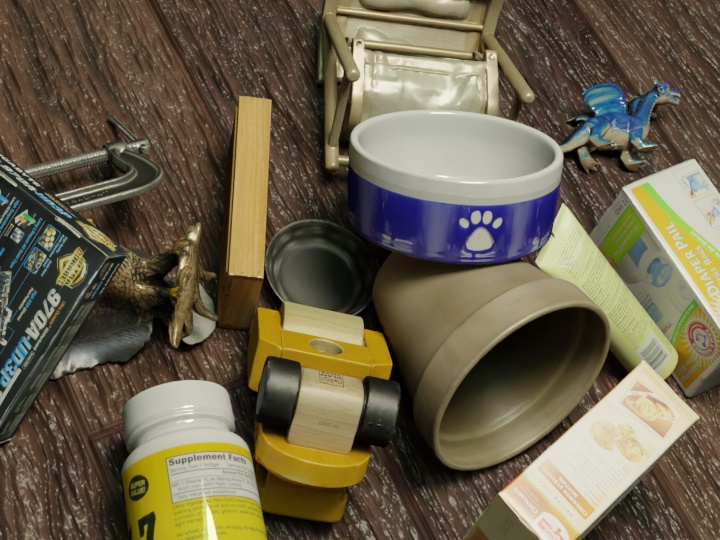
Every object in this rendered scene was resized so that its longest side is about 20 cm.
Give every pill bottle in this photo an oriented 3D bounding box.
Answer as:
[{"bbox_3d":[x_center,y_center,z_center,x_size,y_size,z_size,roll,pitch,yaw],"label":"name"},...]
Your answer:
[{"bbox_3d":[-0.138,0.202,1.076,0.113,0.115,0.202,-5,60,-18],"label":"pill bottle"}]

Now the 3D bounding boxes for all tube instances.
[{"bbox_3d":[0.237,0.030,1.261,0.200,0.052,0.058,47,13,-26],"label":"tube"}]

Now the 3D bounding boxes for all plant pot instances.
[{"bbox_3d":[0.102,0.053,1.202,0.198,0.202,0.174,-21,51,-25],"label":"plant pot"}]

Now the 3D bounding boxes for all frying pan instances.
[{"bbox_3d":[-0.011,-0.013,1.290,0.189,0.031,0.115,-27,70,-31],"label":"frying pan"}]

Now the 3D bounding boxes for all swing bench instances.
[{"bbox_3d":[0.061,-0.208,1.369,0.196,0.131,0.202,5,45,-11],"label":"swing bench"}]

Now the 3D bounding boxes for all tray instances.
[{"bbox_3d":[-0.112,-0.056,1.247,0.036,0.099,0.202,7,58,-9],"label":"tray"}]

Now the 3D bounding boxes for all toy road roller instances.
[{"bbox_3d":[-0.046,0.130,1.159,0.121,0.148,0.200,12,20,-10],"label":"toy road roller"}]

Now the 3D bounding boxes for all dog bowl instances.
[{"bbox_3d":[0.086,-0.082,1.203,0.197,0.080,0.201,3,24,-1],"label":"dog bowl"}]

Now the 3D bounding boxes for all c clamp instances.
[{"bbox_3d":[-0.274,-0.088,1.217,0.198,0.027,0.170,-22,35,-34],"label":"c clamp"}]

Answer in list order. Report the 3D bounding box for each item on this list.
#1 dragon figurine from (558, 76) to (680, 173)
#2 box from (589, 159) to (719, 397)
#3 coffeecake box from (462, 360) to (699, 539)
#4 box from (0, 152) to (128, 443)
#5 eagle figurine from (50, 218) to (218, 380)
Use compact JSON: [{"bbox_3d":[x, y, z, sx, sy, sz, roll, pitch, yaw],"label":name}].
[{"bbox_3d":[0.268,-0.166,1.442,0.197,0.059,0.101,-3,60,-17],"label":"dragon figurine"},{"bbox_3d":[0.337,0.007,1.324,0.100,0.113,0.201,-21,68,-25],"label":"box"},{"bbox_3d":[0.187,0.193,1.145,0.199,0.154,0.073,-36,73,-30],"label":"coffeecake box"},{"bbox_3d":[-0.315,0.021,1.104,0.158,0.046,0.201,36,100,10],"label":"box"},{"bbox_3d":[-0.235,0.010,1.178,0.197,0.153,0.152,-7,12,18],"label":"eagle figurine"}]
